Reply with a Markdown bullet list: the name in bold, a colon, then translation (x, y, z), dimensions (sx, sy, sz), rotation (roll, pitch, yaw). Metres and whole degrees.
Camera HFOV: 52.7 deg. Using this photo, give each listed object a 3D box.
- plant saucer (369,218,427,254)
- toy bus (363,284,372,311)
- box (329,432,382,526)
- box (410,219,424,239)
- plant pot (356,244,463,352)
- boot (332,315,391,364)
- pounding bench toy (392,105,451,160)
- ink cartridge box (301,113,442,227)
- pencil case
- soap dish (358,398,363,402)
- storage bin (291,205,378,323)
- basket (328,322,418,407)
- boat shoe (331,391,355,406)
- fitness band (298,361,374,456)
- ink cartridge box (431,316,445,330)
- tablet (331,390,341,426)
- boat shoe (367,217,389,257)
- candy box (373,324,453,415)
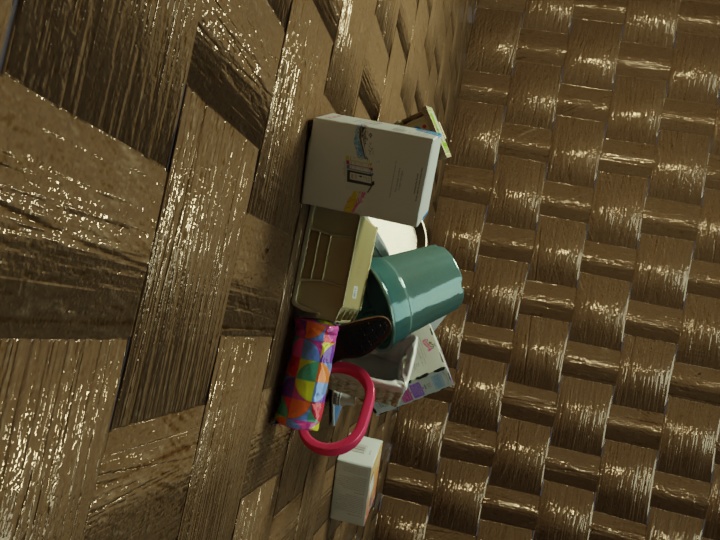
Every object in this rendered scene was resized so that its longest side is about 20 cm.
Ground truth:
- **plant saucer**: translation (0.080, -0.094, 1.776), dimensions (0.029, 0.199, 0.201), rotation (-29, -144, 49)
- **toy bus**: translation (0.000, 0.000, 1.623), dimensions (0.065, 0.078, 0.202), rotation (-5, 106, -80)
- **box**: translation (-0.011, 0.606, 2.114), dimensions (0.152, 0.105, 0.202), rotation (-53, 152, -68)
- **box**: translation (0.090, -0.046, 1.967), dimensions (0.200, 0.123, 0.198), rotation (-60, 160, -62)
- **plant pot**: translation (0.097, 0.043, 1.525), dimensions (0.195, 0.200, 0.201), rotation (-20, 132, -24)
- **boot**: translation (-0.030, 0.126, 1.374), dimensions (0.075, 0.199, 0.097), rotation (59, 13, -14)
- **pounding bench toy**: translation (0.121, -0.298, 1.733), dimensions (0.125, 0.155, 0.200), rotation (67, 15, -5)
- **ink cartridge box**: translation (0.021, -0.172, 1.215), dimensions (0.147, 0.198, 0.146), rotation (-48, 150, -71)
- **pencil case**: translation (-0.097, 0.182, 1.273), dimensions (0.088, 0.088, 0.202), rotation (27, 76, -80)
- **soap dish**: translation (0.028, 0.244, 2.026), dimensions (0.201, 0.081, 0.158), rotation (-68, 165, -47)
- **storage bin**: translation (-0.043, -0.009, 1.334), dimensions (0.200, 0.093, 0.200), rotation (28, 74, -80)
- **basket**: translation (0.015, 0.202, 1.601), dimensions (0.124, 0.198, 0.136), rotation (97, 9, -58)
- **boat shoe**: translation (-0.016, 0.283, 1.791), dimensions (0.200, 0.065, 0.074), rotation (-54, 153, -66)
- **fitness band**: translation (-0.049, 0.273, 1.450), dimensions (0.038, 0.142, 0.201), rotation (91, 15, -50)
- **ink cartridge box**: translation (0.106, 0.057, 1.798), dimensions (0.083, 0.199, 0.147), rotation (-54, -143, 10)
- **tablet**: translation (-0.053, 0.278, 1.807), dimensions (0.131, 0.014, 0.201), rotation (-68, 164, -47)
- **boat shoe**: translation (-0.008, -0.081, 1.508), dimensions (0.200, 0.069, 0.071), rotation (53, 10, -49)
- **candy box**: translation (0.101, 0.229, 1.727), dimensions (0.168, 0.199, 0.072), rotation (-105, 171, -52)
